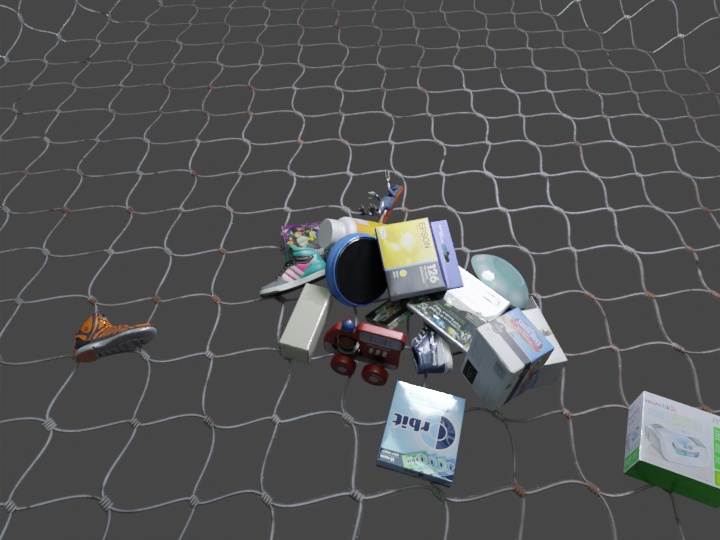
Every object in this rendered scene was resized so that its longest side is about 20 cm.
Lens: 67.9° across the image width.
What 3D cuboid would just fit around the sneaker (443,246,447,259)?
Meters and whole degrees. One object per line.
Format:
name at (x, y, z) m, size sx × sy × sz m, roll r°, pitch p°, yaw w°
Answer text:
sneaker at (0.162, -0.059, 1.564) m, size 0.198 × 0.080 × 0.131 m, roll -4°, pitch 49°, yaw -5°

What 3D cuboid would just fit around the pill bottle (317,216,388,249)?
pill bottle at (-0.014, -0.090, 1.508) m, size 0.199 × 0.111 × 0.112 m, roll 7°, pitch 43°, yaw -33°

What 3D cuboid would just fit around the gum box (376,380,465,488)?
gum box at (0.141, 0.369, 1.224) m, size 0.168 × 0.045 × 0.201 m, roll 14°, pitch 52°, yaw 8°

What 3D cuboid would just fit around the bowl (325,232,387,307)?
bowl at (0.000, 0.000, 1.437) m, size 0.200 × 0.202 × 0.039 m, roll -32°, pitch 22°, yaw -26°

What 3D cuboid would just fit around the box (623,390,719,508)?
box at (0.712, 0.397, 1.197) m, size 0.198 × 0.097 × 0.177 m, roll 18°, pitch 54°, yaw 14°

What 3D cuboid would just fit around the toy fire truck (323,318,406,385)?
toy fire truck at (0.008, 0.178, 1.296) m, size 0.198 × 0.169 × 0.113 m, roll 15°, pitch 50°, yaw 10°

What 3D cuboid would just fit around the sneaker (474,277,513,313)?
sneaker at (0.337, 0.081, 1.440) m, size 0.198 × 0.100 × 0.071 m, roll 18°, pitch 49°, yaw 11°

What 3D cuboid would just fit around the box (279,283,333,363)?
box at (-0.137, 0.135, 1.391) m, size 0.081 × 0.069 × 0.201 m, roll 15°, pitch 51°, yaw 10°

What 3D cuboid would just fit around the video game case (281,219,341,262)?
video game case at (-0.126, -0.068, 1.583) m, size 0.198 × 0.036 × 0.182 m, roll -7°, pitch 51°, yaw -8°

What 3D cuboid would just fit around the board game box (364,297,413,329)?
board game box at (0.117, 0.091, 1.439) m, size 0.199 × 0.024 × 0.105 m, roll -32°, pitch 24°, yaw -25°

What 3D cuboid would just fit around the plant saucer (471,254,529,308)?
plant saucer at (0.396, 0.016, 1.473) m, size 0.200 × 0.039 × 0.202 m, roll 26°, pitch 33°, yaw -18°

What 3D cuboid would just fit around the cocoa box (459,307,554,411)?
cocoa box at (0.340, 0.212, 1.264) m, size 0.130 × 0.201 × 0.134 m, roll -22°, pitch 55°, yaw -21°

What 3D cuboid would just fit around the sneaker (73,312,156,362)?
sneaker at (-0.623, 0.148, 1.350) m, size 0.198 × 0.078 × 0.113 m, roll -15°, pitch 53°, yaw -15°

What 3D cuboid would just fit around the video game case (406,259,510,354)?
video game case at (0.250, 0.089, 1.371) m, size 0.200 × 0.023 × 0.182 m, roll 38°, pitch 69°, yaw 23°

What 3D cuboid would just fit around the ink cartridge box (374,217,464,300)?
ink cartridge box at (0.153, -0.036, 1.397) m, size 0.198 × 0.047 × 0.199 m, roll -12°, pitch 69°, yaw -1°

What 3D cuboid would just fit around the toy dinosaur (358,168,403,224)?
toy dinosaur at (0.081, -0.213, 1.716) m, size 0.181 × 0.105 × 0.201 m, roll -22°, pitch 91°, yaw -36°

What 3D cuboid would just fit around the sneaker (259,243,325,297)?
sneaker at (-0.195, -0.009, 1.462) m, size 0.198 × 0.084 × 0.122 m, roll -20°, pitch 82°, yaw -7°

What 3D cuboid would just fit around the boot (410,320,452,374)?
boot at (0.169, 0.171, 1.372) m, size 0.089 × 0.073 × 0.201 m, roll -2°, pitch 50°, yaw -12°

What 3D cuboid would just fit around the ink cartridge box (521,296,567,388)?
ink cartridge box at (0.431, 0.179, 1.352) m, size 0.067 × 0.116 × 0.201 m, roll -8°, pitch 50°, yaw -10°
